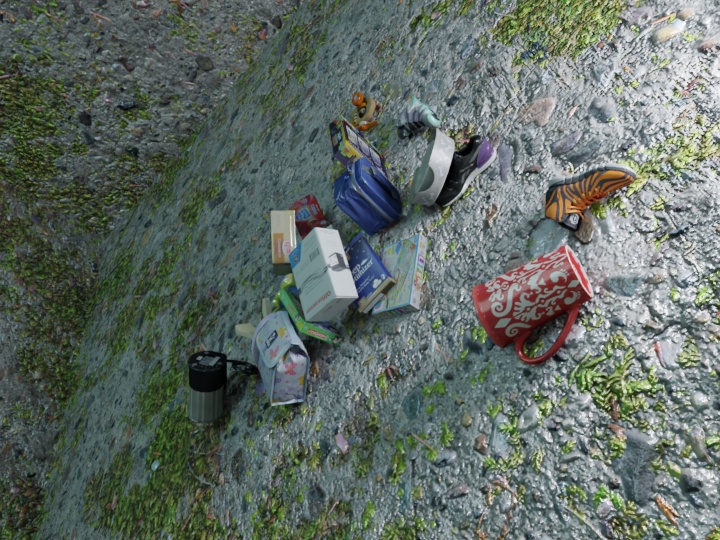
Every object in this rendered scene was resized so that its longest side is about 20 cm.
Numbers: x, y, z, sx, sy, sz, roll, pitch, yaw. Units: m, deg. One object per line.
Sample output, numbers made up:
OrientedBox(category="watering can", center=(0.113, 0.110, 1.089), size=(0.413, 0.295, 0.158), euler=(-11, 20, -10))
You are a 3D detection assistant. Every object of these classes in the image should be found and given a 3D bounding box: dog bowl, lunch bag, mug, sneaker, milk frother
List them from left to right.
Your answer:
OrientedBox(category="milk frother", center=(-0.426, 0.363, 1.859), size=(0.197, 0.180, 0.192), euler=(19, 115, 27))
OrientedBox(category="lunch bag", center=(-0.213, 0.232, 1.629), size=(0.170, 0.124, 0.204), euler=(-125, 41, -53))
OrientedBox(category="sneaker", center=(-0.213, 0.102, 1.834), size=(0.076, 0.104, 0.201), euler=(-44, -12, -39))
OrientedBox(category="lunch bag", center=(0.022, -0.216, 1.675), size=(0.131, 0.199, 0.138), euler=(-34, 35, 25))
OrientedBox(category="sneaker", center=(0.158, -0.427, 1.785), size=(0.140, 0.077, 0.201), euler=(-50, 26, 14))
OrientedBox(category="dog bowl", center=(0.185, -0.262, 1.560), size=(0.200, 0.057, 0.204), euler=(-161, 89, -85))
OrientedBox(category="sneaker", center=(0.246, -0.258, 1.524), size=(0.200, 0.087, 0.076), euler=(-48, 36, 14))
OrientedBox(category="mug", center=(0.343, 0.065, 1.156), size=(0.198, 0.179, 0.133), euler=(-31, 5, 26))
OrientedBox(category="sneaker", center=(0.453, -0.138, 1.197), size=(0.199, 0.076, 0.114), euler=(-13, 57, 59))

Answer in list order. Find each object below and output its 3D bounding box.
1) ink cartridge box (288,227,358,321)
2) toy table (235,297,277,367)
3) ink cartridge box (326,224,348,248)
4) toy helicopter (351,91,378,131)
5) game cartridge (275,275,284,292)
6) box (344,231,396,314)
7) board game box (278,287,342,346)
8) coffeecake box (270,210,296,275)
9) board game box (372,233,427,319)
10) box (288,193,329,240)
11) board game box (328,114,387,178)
OrientedBox(category="ink cartridge box", center=(-0.101, 0.013, 1.580), size=(0.145, 0.082, 0.204), euler=(-39, 59, 40))
OrientedBox(category="toy table", center=(-0.266, 0.186, 1.759), size=(0.117, 0.180, 0.204), euler=(51, 128, 51))
OrientedBox(category="ink cartridge box", center=(-0.099, -0.011, 1.743), size=(0.146, 0.085, 0.202), euler=(-34, 45, 16))
OrientedBox(category="toy helicopter", center=(-0.010, -0.500, 2.066), size=(0.201, 0.078, 0.133), euler=(-53, 42, 26))
OrientedBox(category="game cartridge", center=(-0.192, 0.014, 1.913), size=(0.198, 0.038, 0.132), euler=(-1, 68, 51))
OrientedBox(category="box", center=(0.000, 0.000, 1.573), size=(0.121, 0.032, 0.201), euler=(-46, 52, 17))
OrientedBox(category="board game box", center=(-0.140, 0.127, 1.667), size=(0.029, 0.133, 0.200), euler=(-57, 33, 12))
OrientedBox(category="coffeecake box", center=(-0.230, -0.079, 1.811), size=(0.200, 0.071, 0.158), euler=(120, 147, -78))
OrientedBox(category="board game box", center=(0.102, 0.016, 1.540), size=(0.133, 0.034, 0.204), euler=(-18, 51, 43))
OrientedBox(category="box", center=(-0.152, -0.143, 1.900), size=(0.094, 0.101, 0.201), euler=(-27, 39, 0))
OrientedBox(category="board game box", center=(-0.005, -0.350, 1.812), size=(0.056, 0.199, 0.167), euler=(-35, 40, 25))
